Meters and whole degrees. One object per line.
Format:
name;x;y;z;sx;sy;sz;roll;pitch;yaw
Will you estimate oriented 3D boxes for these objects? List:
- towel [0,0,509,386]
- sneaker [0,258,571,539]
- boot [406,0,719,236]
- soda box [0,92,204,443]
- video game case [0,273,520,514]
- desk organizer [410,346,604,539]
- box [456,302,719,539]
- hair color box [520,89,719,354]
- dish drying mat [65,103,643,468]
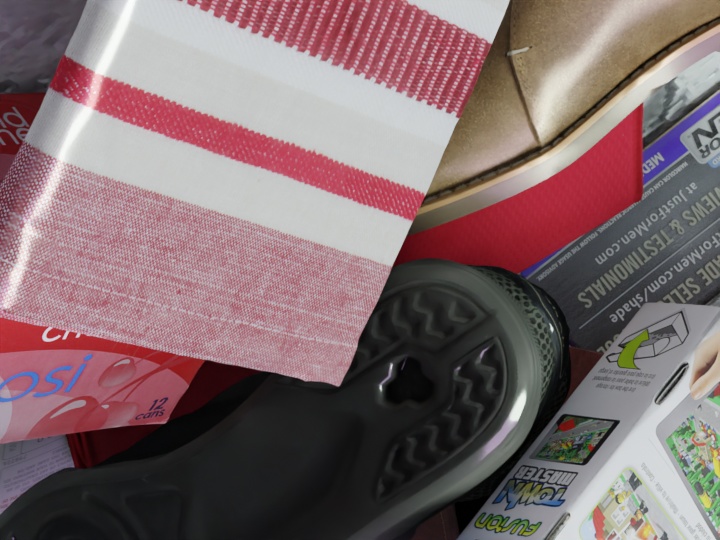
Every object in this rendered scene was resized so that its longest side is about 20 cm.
towel;-0.010;-0.073;0.665;0.144;0.023;0.200;17;99;-58
sneaker;-0.021;0.062;0.801;0.199;0.076;0.114;-37;170;19
boot;0.052;-0.077;0.787;0.200;0.074;0.075;-30;124;1
soda box;-0.123;0.003;0.684;0.200;0.070;0.063;-7;140;-44
video game case;-0.042;0.052;0.919;0.200;0.022;0.182;-22;151;-26
desk organizer;0.056;0.110;0.935;0.200;0.077;0.072;79;32;-45
box;0.111;0.117;0.786;0.110;0.035;0.200;-48;116;-23
hair color box;0.134;0.016;1.015;0.109;0.065;0.200;-38;155;2
dish drying mat;0.000;0.000;0.841;0.200;0.018;0.077;-31;145;-17
